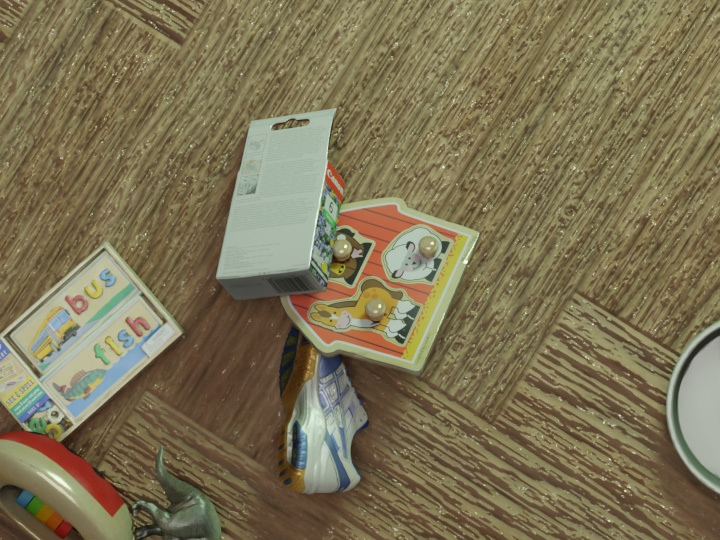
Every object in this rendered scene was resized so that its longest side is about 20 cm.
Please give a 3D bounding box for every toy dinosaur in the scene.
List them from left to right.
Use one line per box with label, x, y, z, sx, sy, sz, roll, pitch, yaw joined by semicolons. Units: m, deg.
toy dinosaur;-0.186;0.284;1.753;0.102;0.077;0.200;-4;81;-8

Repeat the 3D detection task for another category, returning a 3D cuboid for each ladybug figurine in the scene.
ladybug figurine;-0.314;0.234;1.735;0.200;0.136;0.072;42;53;-6

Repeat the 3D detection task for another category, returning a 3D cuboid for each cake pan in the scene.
cake pan;0.415;0.142;1.727;0.200;0.037;0.201;0;86;4

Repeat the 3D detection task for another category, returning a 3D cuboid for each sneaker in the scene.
sneaker;-0.035;0.136;1.752;0.088;0.075;0.200;9;78;-24

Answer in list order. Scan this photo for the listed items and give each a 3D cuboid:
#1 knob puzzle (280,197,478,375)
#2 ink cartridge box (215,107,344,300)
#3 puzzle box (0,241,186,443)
knob puzzle;0.000;0.000;1.725;0.219;0.030;0.220;-3;59;5
ink cartridge box;-0.077;-0.070;1.740;0.109;0.050;0.200;-6;57;24
puzzle box;-0.303;0.082;1.786;0.200;0.025;0.133;-42;84;1
